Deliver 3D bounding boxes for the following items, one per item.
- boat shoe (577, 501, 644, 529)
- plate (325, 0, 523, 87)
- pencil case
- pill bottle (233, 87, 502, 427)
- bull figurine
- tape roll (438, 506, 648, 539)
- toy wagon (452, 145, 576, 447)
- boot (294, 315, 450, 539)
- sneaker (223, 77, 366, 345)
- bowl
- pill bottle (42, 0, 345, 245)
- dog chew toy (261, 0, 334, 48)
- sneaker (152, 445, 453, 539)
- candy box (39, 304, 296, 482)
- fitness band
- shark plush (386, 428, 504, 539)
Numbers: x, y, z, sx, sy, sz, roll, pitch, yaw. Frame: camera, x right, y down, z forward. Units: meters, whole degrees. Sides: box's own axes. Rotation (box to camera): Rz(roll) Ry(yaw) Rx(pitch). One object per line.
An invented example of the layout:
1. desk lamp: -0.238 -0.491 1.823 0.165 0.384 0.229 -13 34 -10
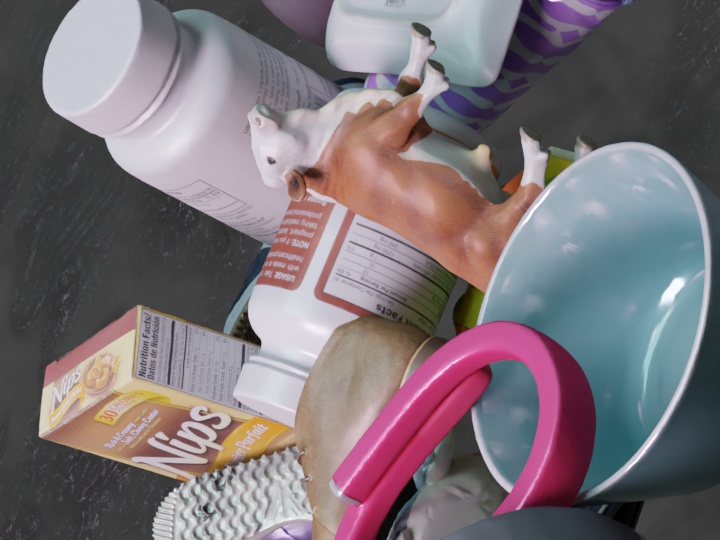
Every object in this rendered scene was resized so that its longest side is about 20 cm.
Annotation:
1. boat shoe: 0.107 0.198 1.598 0.062 0.075 0.200 9 66 28
2. plate: 0.048 -0.216 1.797 0.200 0.032 0.200 14 86 59
3. pencil case: 0.085 -0.148 1.816 0.200 0.084 0.086 -40 4 39
4. pill bottle: 0.000 0.000 1.767 0.112 0.112 0.200 8 73 59
5. bull figurine: 0.036 -0.061 1.679 0.121 0.200 0.065 -56 4 26
6. tape roll: 0.087 0.221 1.494 0.200 0.200 0.066 -60 31 18
7. toy wagon: 0.106 0.029 1.723 0.155 0.040 0.200 22 93 60
8. boot: -0.007 0.122 1.696 0.075 0.074 0.200 22 100 20
9. sneaker: -0.035 -0.037 1.954 0.200 0.070 0.109 -53 39 16
10. bowl: 0.159 0.040 1.568 0.201 0.105 0.201 -33 48 47
11. pill bottle: -0.097 -0.099 1.844 0.114 0.200 0.114 -24 53 36
12. dog chew toy: 0.016 -0.244 1.946 0.200 0.125 0.125 -51 36 18
13. sneaker: -0.020 0.153 1.825 0.200 0.100 0.070 -12 60 21
14. candy box: -0.087 0.091 1.843 0.115 0.200 0.055 -32 47 47
15. fitness band: 0.046 0.118 1.551 0.200 0.037 0.144 -52 33 15
16. shark plush: 0.038 0.177 1.652 0.083 0.091 0.200 -47 15 55
